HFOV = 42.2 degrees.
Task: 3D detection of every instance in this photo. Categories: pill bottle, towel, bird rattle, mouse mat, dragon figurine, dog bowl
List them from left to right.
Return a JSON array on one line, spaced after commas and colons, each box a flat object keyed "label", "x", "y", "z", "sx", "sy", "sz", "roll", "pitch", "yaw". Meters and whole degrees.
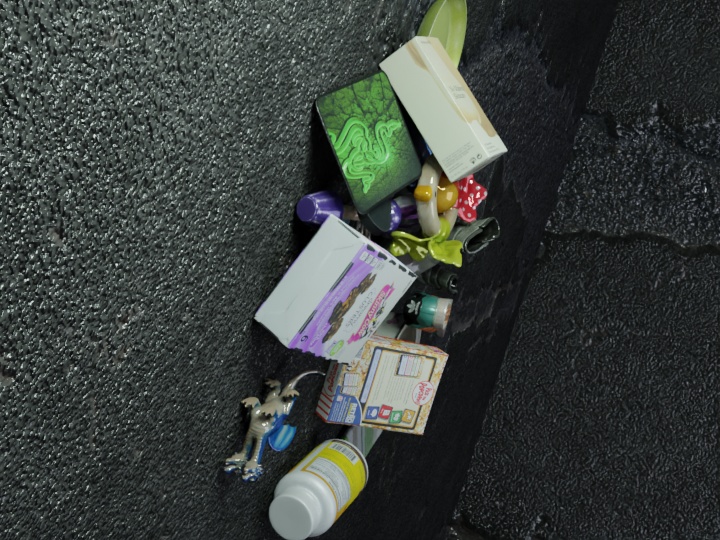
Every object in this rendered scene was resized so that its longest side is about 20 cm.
[{"label": "dragon figurine", "x": -0.123, "y": 0.210, "z": 1.298, "sx": 0.200, "sy": 0.059, "sz": 0.100, "roll": -43, "pitch": 147, "yaw": -54}, {"label": "pill bottle", "x": -0.070, "y": 0.360, "z": 1.524, "sx": 0.200, "sy": 0.109, "sz": 0.110, "roll": -29, "pitch": 136, "yaw": -64}, {"label": "towel", "x": -0.006, "y": 0.322, "z": 1.819, "sx": 0.200, "sy": 0.031, "sz": 0.150, "roll": -51, "pitch": 151, "yaw": -42}, {"label": "mouse mat", "x": 0.017, "y": -0.176, "z": 1.247, "sx": 0.200, "sy": 0.008, "sz": 0.162, "roll": -38, "pitch": 109, "yaw": -53}, {"label": "dog bowl", "x": 0.041, "y": 0.164, "z": 1.710, "sx": 0.201, "sy": 0.073, "sz": 0.200, "roll": 90, "pitch": 26, "yaw": -44}, {"label": "bird rattle", "x": 0.129, "y": -0.103, "z": 1.402, "sx": 0.200, "sy": 0.112, "sz": 0.163, "roll": -55, "pitch": 146, "yaw": -32}]

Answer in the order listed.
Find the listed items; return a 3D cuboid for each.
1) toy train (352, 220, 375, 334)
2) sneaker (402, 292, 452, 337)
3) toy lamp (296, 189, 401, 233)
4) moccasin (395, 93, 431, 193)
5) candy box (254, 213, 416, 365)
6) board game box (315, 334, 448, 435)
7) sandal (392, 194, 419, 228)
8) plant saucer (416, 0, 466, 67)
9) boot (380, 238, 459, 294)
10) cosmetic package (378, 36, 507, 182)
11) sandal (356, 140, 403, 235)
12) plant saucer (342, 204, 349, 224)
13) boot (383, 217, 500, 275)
[{"label": "toy train", "x": 0.000, "y": 0.000, "z": 1.438, "sx": 0.116, "sy": 0.084, "sz": 0.201, "roll": -35, "pitch": 135, "yaw": -87}, {"label": "sneaker", "x": 0.117, "y": 0.072, "z": 1.647, "sx": 0.200, "sy": 0.080, "sz": 0.072, "roll": 57, "pitch": 47, "yaw": -79}, {"label": "toy lamp", "x": -0.015, "y": -0.079, "z": 1.281, "sx": 0.200, "sy": 0.058, "sz": 0.058, "roll": -1, "pitch": 110, "yaw": -55}, {"label": "moccasin", "x": 0.060, "y": -0.182, "z": 1.438, "sx": 0.068, "sy": 0.080, "sz": 0.200, "roll": -57, "pitch": 144, "yaw": -27}, {"label": "candy box", "x": -0.028, "y": 0.033, "z": 1.266, "sx": 0.168, "sy": 0.071, "sz": 0.200, "roll": -53, "pitch": 155, "yaw": 4}, {"label": "board game box", "x": 0.038, "y": 0.191, "z": 1.582, "sx": 0.199, "sy": 0.046, "sz": 0.152, "roll": 14, "pitch": 97, "yaw": -30}, {"label": "sandal", "x": 0.088, "y": -0.093, "z": 1.572, "sx": 0.202, "sy": 0.082, "sz": 0.050, "roll": -8, "pitch": 76, "yaw": -60}, {"label": "plant saucer", "x": 0.119, "y": -0.347, "z": 1.490, "sx": 0.200, "sy": 0.031, "sz": 0.201, "roll": 19, "pitch": 90, "yaw": -72}, {"label": "boot", "x": 0.103, "y": -0.002, "z": 1.605, "sx": 0.200, "sy": 0.130, "sz": 0.068, "roll": 9, "pitch": 99, "yaw": -72}, {"label": "cosmetic package", "x": 0.121, "y": -0.233, "z": 1.344, "sx": 0.071, "sy": 0.201, "sz": 0.105, "roll": -32, "pitch": 179, "yaw": 26}, {"label": "sandal", "x": 0.034, "y": -0.136, "z": 1.298, "sx": 0.075, "sy": 0.048, "sz": 0.201, "roll": 38, "pitch": 40, "yaw": -38}, {"label": "plant saucer", "x": -0.058, "y": 0.000, "z": 1.344, "sx": 0.201, "sy": 0.019, "sz": 0.070, "roll": -72, "pitch": 162, "yaw": 5}, {"label": "boot", "x": 0.125, "y": -0.037, "z": 1.487, "sx": 0.200, "sy": 0.130, "sz": 0.068, "roll": -36, "pitch": 111, "yaw": -37}]
